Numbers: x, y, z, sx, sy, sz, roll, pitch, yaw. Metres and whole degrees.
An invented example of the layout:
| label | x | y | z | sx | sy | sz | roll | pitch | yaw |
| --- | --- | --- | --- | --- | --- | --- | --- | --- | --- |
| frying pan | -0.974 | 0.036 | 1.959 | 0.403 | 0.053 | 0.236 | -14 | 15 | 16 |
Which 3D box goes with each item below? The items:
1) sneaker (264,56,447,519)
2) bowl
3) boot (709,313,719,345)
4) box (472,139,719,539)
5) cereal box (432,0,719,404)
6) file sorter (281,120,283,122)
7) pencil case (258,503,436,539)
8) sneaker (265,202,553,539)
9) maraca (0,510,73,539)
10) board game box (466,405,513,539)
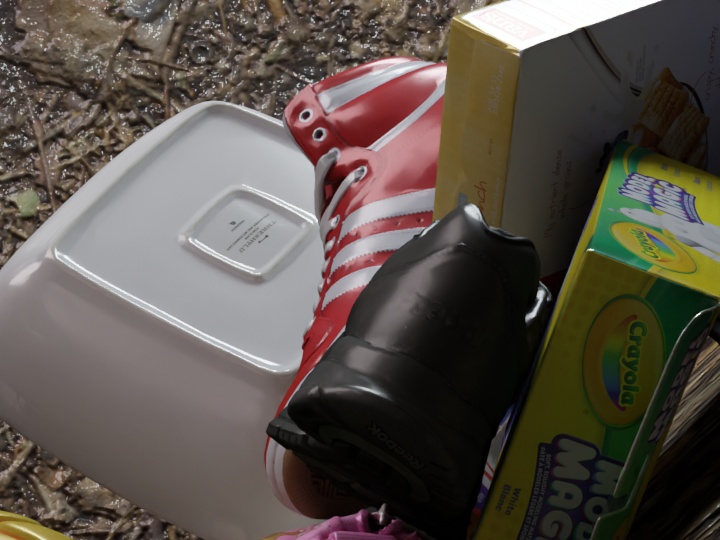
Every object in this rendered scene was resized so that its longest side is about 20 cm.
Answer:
| label | x | y | z | sx | sy | sz | roll | pitch | yaw |
| --- | --- | --- | --- | --- | --- | --- | --- | --- | --- |
| sneaker | 0.000 | 0.000 | 1.109 | 0.112 | 0.071 | 0.200 | 17 | 59 | 37 |
| bowl | -0.049 | 0.010 | 1.264 | 0.200 | 0.199 | 0.075 | -45 | -29 | -36 |
| boot | 0.162 | -0.022 | 1.033 | 0.132 | 0.070 | 0.200 | -51 | -8 | 9 |
| box | 0.075 | 0.037 | 0.935 | 0.200 | 0.048 | 0.118 | -67 | -3 | -76 |
| cereal box | 0.108 | -0.044 | 1.072 | 0.199 | 0.039 | 0.145 | -22 | -51 | -38 |
| file sorter | -0.025 | 0.059 | 1.423 | 0.139 | 0.200 | 0.125 | -43 | -4 | -47 |
| pencil case | -0.009 | 0.125 | 0.981 | 0.086 | 0.083 | 0.200 | -36 | -2 | -9 |
| sneaker | 0.023 | 0.032 | 0.940 | 0.091 | 0.076 | 0.200 | -60 | 2 | -10 |
| maraca | -0.117 | 0.132 | 0.952 | 0.107 | 0.137 | 0.200 | -63 | 12 | -9 |
| board game box | -0.001 | 0.139 | 1.177 | 0.200 | 0.046 | 0.151 | -43 | 0 | 21 |
